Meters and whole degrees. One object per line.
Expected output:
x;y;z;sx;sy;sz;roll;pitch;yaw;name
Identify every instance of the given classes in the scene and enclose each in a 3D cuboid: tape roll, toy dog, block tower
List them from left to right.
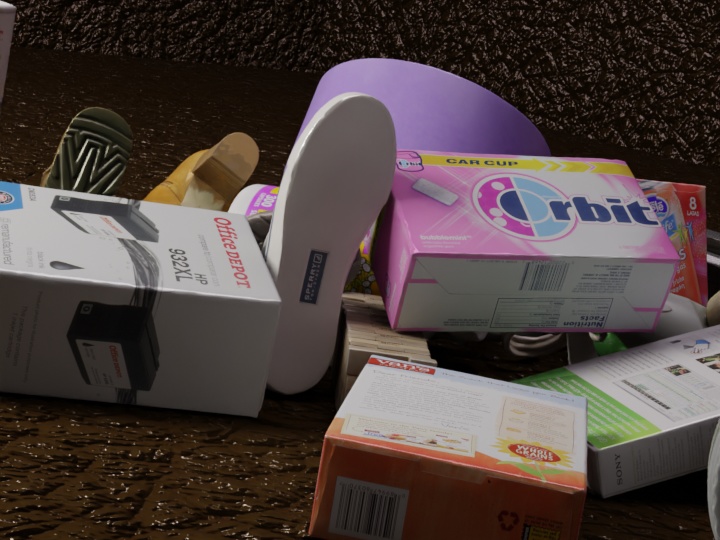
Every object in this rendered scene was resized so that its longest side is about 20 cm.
0.011;0.059;1.213;0.057;0.054;0.200;8;10;-6;block tower
0.044;-0.075;1.439;0.199;0.085;0.200;18;-23;8;tape roll
0.202;0.056;1.318;0.198;0.132;0.097;4;49;-8;toy dog

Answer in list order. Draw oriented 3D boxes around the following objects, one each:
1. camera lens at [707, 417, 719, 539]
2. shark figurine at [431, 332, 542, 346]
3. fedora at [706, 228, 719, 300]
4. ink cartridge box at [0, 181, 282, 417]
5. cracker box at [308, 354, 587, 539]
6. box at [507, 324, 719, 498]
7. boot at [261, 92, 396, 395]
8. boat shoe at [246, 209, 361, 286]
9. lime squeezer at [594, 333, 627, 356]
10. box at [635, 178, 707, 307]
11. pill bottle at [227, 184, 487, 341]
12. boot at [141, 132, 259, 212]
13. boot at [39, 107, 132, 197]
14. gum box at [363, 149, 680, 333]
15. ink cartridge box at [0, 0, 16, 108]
0.261;0.098;0.924;0.159;0.161;0.200;13;10;17;camera lens
0.048;0.011;1.432;0.213;0.090;0.128;15;12;36;shark figurine
0.314;0.018;1.627;0.198;0.091;0.177;16;11;-3;fedora
-0.161;0.015;1.144;0.198;0.084;0.145;7;22;-16;ink cartridge box
0.054;0.104;0.993;0.133;0.058;0.200;11;11;6;cracker box
0.208;0.082;1.159;0.198;0.037;0.144;-12;17;-16;box
-0.039;-0.023;1.209;0.072;0.201;0.090;18;3;-21;boot
-0.098;0.002;1.284;0.198;0.076;0.072;-11;5;-16;boat shoe
0.230;0.067;1.473;0.199;0.038;0.071;13;-21;25;lime squeezer
0.186;-0.014;1.500;0.094;0.104;0.200;3;-7;-29;box
0.000;0.000;1.365;0.198;0.105;0.104;9;9;16;pill bottle
-0.159;-0.016;1.417;0.071;0.201;0.144;42;-33;-6;boot
-0.219;-0.019;1.324;0.066;0.176;0.200;29;-17;-9;boot
0.108;-0.020;1.229;0.198;0.066;0.114;1;39;-16;gum box
-0.362;-0.125;1.464;0.084;0.202;0.145;14;11;26;ink cartridge box
